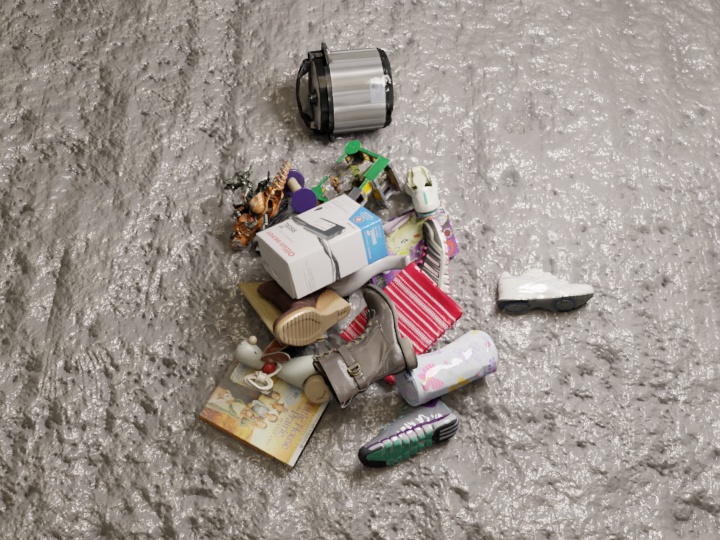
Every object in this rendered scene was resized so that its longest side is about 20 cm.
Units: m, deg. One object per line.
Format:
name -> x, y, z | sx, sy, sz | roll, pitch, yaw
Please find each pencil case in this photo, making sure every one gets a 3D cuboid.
pencil case -> 0.160, 0.180, 1.540 | 0.198, 0.083, 0.091 | -18, 58, -23

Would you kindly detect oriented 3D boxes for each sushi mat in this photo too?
sushi mat -> -0.152, 0.078, 1.554 | 0.095, 0.012, 0.200 | 0, 32, -37

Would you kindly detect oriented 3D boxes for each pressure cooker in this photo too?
pressure cooker -> -0.039, -0.383, 1.757 | 0.198, 0.179, 0.177 | -8, 68, -9

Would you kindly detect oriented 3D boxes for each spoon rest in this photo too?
spoon rest -> 0.000, 0.000, 1.599 | 0.198, 0.061, 0.100 | -7, 101, 6

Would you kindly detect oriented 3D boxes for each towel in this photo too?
towel -> 0.079, 0.101, 1.559 | 0.145, 0.022, 0.200 | 45, 92, -3

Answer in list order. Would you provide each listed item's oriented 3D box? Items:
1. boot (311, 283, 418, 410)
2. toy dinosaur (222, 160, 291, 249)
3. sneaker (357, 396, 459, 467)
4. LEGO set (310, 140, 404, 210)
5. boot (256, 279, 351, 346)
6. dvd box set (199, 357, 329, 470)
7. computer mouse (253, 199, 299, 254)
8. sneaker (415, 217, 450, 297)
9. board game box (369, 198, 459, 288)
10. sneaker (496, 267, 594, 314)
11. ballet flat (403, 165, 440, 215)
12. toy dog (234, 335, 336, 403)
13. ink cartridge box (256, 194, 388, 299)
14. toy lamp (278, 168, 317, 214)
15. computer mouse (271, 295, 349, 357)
boot -> -0.007, 0.131, 1.470 | 0.173, 0.069, 0.201 | -21, 61, -12
toy dinosaur -> -0.199, -0.134, 1.650 | 0.199, 0.102, 0.136 | -35, 49, 6
sneaker -> 0.077, 0.292, 1.515 | 0.198, 0.075, 0.088 | -16, 47, -18
LEGO set -> -0.005, -0.158, 1.709 | 0.153, 0.116, 0.201 | 18, 66, 33
boot -> -0.134, 0.069, 1.518 | 0.165, 0.073, 0.199 | 21, 24, 33
dvd box set -> -0.176, 0.256, 1.522 | 0.199, 0.029, 0.147 | 27, 65, 9
computer mouse -> -0.106, -0.061, 1.667 | 0.199, 0.053, 0.139 | 27, 65, 9
sneaker -> 0.127, -0.002, 1.623 | 0.086, 0.074, 0.202 | -4, 90, -4
board game box -> 0.094, -0.053, 1.659 | 0.199, 0.032, 0.121 | -25, 108, -15
sneaker -> 0.369, 0.034, 1.649 | 0.198, 0.075, 0.088 | 1, 59, -5
ballet flat -> 0.123, -0.176, 1.674 | 0.069, 0.070, 0.200 | 0, 25, -4
toy dog -> -0.120, 0.161, 1.501 | 0.198, 0.097, 0.132 | 16, 18, -24
ink cartridge box -> -0.072, -0.047, 1.526 | 0.199, 0.085, 0.144 | -26, 35, -20
toy lamp -> -0.129, -0.163, 1.654 | 0.058, 0.059, 0.200 | -12, 23, -10
computer mouse -> -0.095, 0.105, 1.604 | 0.199, 0.034, 0.059 | -37, 87, -26
